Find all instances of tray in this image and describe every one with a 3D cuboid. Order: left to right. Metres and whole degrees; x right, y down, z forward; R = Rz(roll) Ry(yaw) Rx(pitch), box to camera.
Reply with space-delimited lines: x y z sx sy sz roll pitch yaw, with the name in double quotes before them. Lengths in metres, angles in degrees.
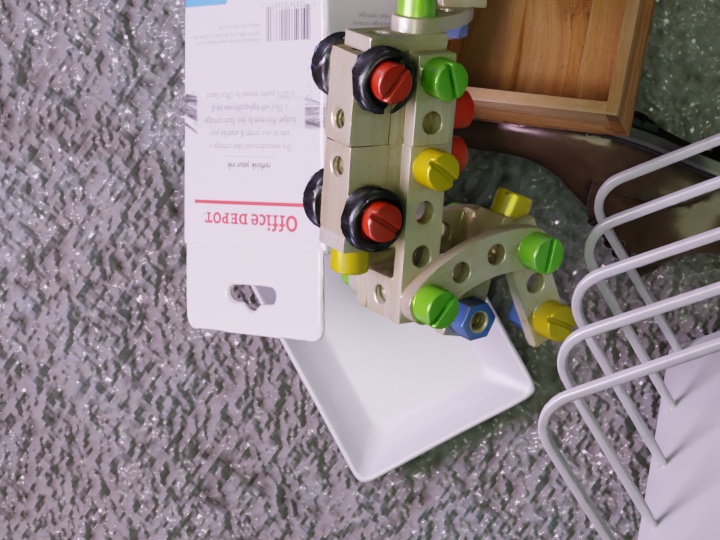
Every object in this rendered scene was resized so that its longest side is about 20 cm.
"tray" 0.000 0.000 1.160 0.107 0.022 0.200 -28 90 9
"tray" 0.100 -0.169 1.089 0.099 0.037 0.200 8 77 20

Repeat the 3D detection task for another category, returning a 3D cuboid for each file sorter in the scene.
"file sorter" 0.172 0.034 1.002 0.139 0.200 0.125 -21 115 26

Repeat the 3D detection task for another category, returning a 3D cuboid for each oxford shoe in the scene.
"oxford shoe" 0.133 -0.040 1.116 0.200 0.073 0.084 19 101 7

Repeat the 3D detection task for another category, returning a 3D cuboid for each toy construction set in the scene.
"toy construction set" 0.037 -0.058 1.005 0.131 0.092 0.200 -7 95 -32

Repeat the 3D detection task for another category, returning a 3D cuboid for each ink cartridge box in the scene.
"ink cartridge box" -0.028 -0.069 1.087 0.116 0.067 0.200 5 96 50
